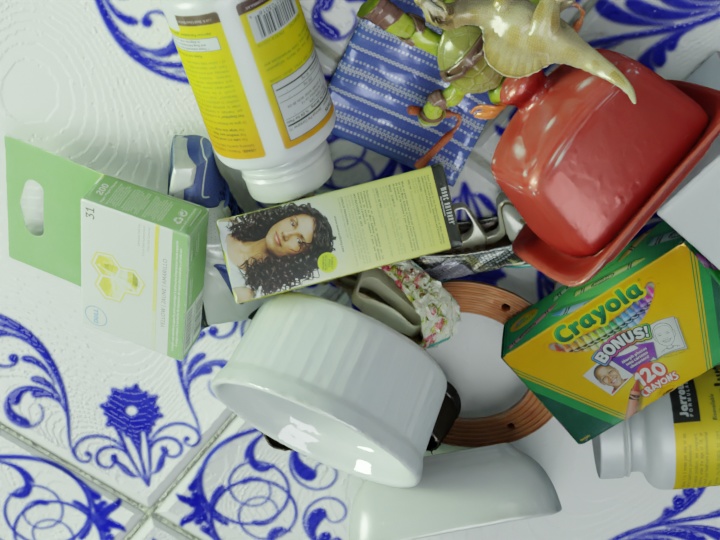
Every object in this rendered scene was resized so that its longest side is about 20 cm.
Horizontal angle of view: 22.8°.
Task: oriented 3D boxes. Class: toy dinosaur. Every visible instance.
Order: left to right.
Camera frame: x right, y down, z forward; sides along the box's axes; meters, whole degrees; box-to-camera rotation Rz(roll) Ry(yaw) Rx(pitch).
[{"bbox_3d":[0.144,-0.195,1.405,0.198,0.058,0.102,24,84,17],"label":"toy dinosaur"}]

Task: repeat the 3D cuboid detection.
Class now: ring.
[{"bbox_3d":[0.097,0.086,1.659,0.198,0.019,0.202,5,128,6],"label":"ring"}]

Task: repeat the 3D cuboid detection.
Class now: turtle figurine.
[{"bbox_3d":[0.075,-0.179,1.471,0.161,0.065,0.200,39,115,-19],"label":"turtle figurine"}]

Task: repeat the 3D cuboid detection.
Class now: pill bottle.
[{"bbox_3d":[-0.086,-0.160,1.476,0.108,0.110,0.202,-14,120,7],"label":"pill bottle"},{"bbox_3d":[0.317,0.146,1.664,0.197,0.112,0.112,-6,121,2],"label":"pill bottle"}]

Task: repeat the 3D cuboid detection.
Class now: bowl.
[{"bbox_3d":[0.086,0.209,1.671,0.197,0.200,0.076,-10,82,6],"label":"bowl"}]

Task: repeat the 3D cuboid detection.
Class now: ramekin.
[{"bbox_3d":[-0.021,0.101,1.548,0.199,0.200,0.099,31,72,-18],"label":"ramekin"}]

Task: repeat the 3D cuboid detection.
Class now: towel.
[{"bbox_3d":[0.061,-0.178,1.519,0.143,0.024,0.201,22,118,-12],"label":"towel"}]

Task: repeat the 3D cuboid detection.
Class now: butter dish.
[{"bbox_3d":[0.174,-0.110,1.444,0.148,0.200,0.200,42,91,-15],"label":"butter dish"}]

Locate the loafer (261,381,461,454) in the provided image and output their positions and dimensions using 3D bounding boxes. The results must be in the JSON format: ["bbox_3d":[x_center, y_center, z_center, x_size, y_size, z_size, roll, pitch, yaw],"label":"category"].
[{"bbox_3d":[-0.007,0.141,1.664,0.198,0.072,0.074,-8,125,16],"label":"loafer"}]

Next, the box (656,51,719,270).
[{"bbox_3d":[0.344,-0.061,1.519,0.199,0.153,0.106,38,114,-22],"label":"box"}]

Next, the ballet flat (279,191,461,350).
[{"bbox_3d":[0.000,0.000,1.552,0.199,0.064,0.076,35,133,11],"label":"ballet flat"}]

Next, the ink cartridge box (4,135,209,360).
[{"bbox_3d":[-0.229,-0.019,1.537,0.198,0.048,0.147,19,132,12],"label":"ink cartridge box"}]

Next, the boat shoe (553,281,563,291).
[{"bbox_3d":[0.277,0.029,1.618,0.197,0.070,0.072,-7,121,3],"label":"boat shoe"}]

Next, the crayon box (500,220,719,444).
[{"bbox_3d":[0.236,0.052,1.561,0.199,0.058,0.119,-35,111,25],"label":"crayon box"}]

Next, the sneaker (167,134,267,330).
[{"bbox_3d":[-0.113,-0.030,1.578,0.114,0.081,0.201,-3,127,-4],"label":"sneaker"}]

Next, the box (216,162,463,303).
[{"bbox_3d":[-0.018,-0.030,1.502,0.198,0.050,0.076,-16,90,-5],"label":"box"}]

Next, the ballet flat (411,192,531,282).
[{"bbox_3d":[0.113,-0.031,1.580,0.198,0.072,0.073,-11,120,5],"label":"ballet flat"}]
